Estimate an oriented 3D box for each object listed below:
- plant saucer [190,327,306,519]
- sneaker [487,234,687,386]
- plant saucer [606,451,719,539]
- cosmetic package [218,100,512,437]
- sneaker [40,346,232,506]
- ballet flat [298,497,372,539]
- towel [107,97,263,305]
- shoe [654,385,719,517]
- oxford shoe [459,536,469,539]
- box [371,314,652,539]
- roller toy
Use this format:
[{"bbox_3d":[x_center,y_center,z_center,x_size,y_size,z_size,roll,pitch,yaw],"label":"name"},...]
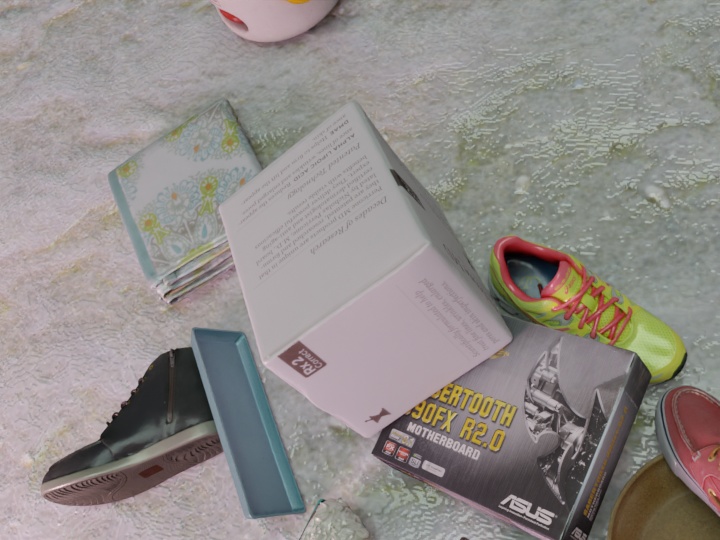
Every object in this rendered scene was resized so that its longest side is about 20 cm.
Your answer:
[{"bbox_3d":[-0.113,0.145,0.812,0.019,0.069,0.202,-41,57,30],"label":"plant saucer"},{"bbox_3d":[0.189,0.033,0.737,0.198,0.090,0.079,30,77,26],"label":"sneaker"},{"bbox_3d":[0.283,0.225,0.625,0.196,0.036,0.202,-5,48,6],"label":"plant saucer"},{"bbox_3d":[0.000,0.000,0.740,0.164,0.165,0.201,-36,46,12],"label":"cosmetic package"},{"bbox_3d":[-0.227,0.158,0.846,0.197,0.075,0.107,-21,57,-1],"label":"sneaker"},{"bbox_3d":[-0.054,0.294,0.721,0.071,0.072,0.202,26,79,27],"label":"ballet flat"},{"bbox_3d":[-0.185,-0.079,0.944,0.170,0.048,0.202,-30,61,1],"label":"towel"},{"bbox_3d":[0.285,0.147,0.608,0.070,0.092,0.202,-17,48,-5],"label":"shoe"},{"bbox_3d":[0.161,0.260,0.662,0.197,0.072,0.073,10,57,16],"label":"oxford shoe"},{"bbox_3d":[0.123,0.123,0.713,0.198,0.048,0.160,16,73,43],"label":"box"},{"bbox_3d":[-0.114,-0.380,0.996,0.179,0.140,0.203,-7,66,17],"label":"roller toy"}]
